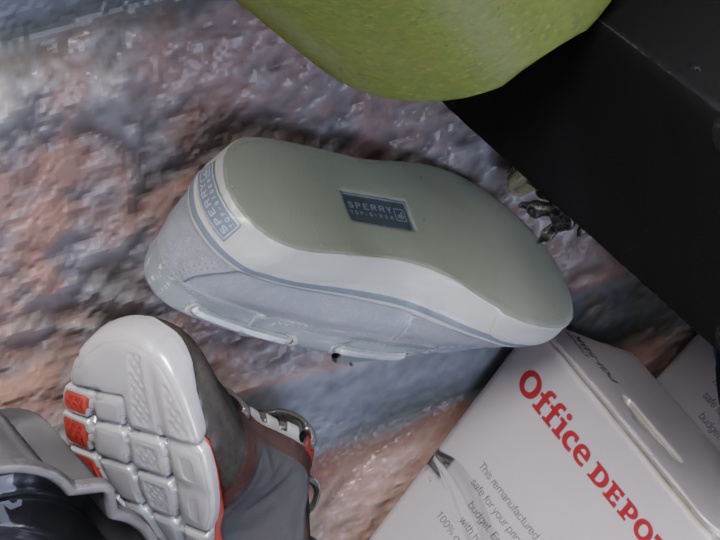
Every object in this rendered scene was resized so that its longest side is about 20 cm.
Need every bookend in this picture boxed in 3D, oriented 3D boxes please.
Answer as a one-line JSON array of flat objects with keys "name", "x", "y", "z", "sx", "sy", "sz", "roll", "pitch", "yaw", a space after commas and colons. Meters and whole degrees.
[{"name": "bookend", "x": 0.154, "y": -0.087, "z": 0.714, "sx": 0.198, "sy": 0.199, "sz": 0.093, "roll": -22, "pitch": 128, "yaw": -18}]

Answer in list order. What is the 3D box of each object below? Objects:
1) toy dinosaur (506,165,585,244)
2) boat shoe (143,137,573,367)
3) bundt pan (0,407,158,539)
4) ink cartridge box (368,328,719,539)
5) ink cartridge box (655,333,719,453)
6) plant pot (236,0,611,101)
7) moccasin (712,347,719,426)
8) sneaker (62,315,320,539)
[{"name": "toy dinosaur", "x": 0.116, "y": -0.029, "z": 0.759, "sx": 0.088, "sy": 0.199, "sz": 0.048, "roll": -39, "pitch": 125, "yaw": -37}, {"name": "boat shoe", "x": 0.000, "y": 0.001, "z": 0.803, "sx": 0.200, "sy": 0.071, "sz": 0.071, "roll": 14, "pitch": 138, "yaw": -44}, {"name": "bundt pan", "x": -0.177, "y": 0.124, "z": 0.771, "sx": 0.200, "sy": 0.076, "sz": 0.203, "roll": -20, "pitch": 137, "yaw": -19}, {"name": "ink cartridge box", "x": 0.082, "y": 0.148, "z": 0.926, "sx": 0.082, "sy": 0.147, "sz": 0.201, "roll": 16, "pitch": 117, "yaw": -45}, {"name": "ink cartridge box", "x": 0.187, "y": 0.116, "z": 0.972, "sx": 0.200, "sy": 0.145, "sz": 0.084, "roll": -48, "pitch": 138, "yaw": 12}, {"name": "plant pot", "x": 0.000, "y": -0.145, "z": 0.585, "sx": 0.200, "sy": 0.201, "sz": 0.184, "roll": -39, "pitch": 152, "yaw": 2}, {"name": "moccasin", "x": 0.181, "y": 0.003, "z": 0.864, "sx": 0.068, "sy": 0.080, "sz": 0.202, "roll": -20, "pitch": 106, "yaw": -45}, {"name": "sneaker", "x": -0.059, "y": 0.075, "z": 0.835, "sx": 0.082, "sy": 0.077, "sz": 0.201, "roll": -49, "pitch": 147, "yaw": -29}]
